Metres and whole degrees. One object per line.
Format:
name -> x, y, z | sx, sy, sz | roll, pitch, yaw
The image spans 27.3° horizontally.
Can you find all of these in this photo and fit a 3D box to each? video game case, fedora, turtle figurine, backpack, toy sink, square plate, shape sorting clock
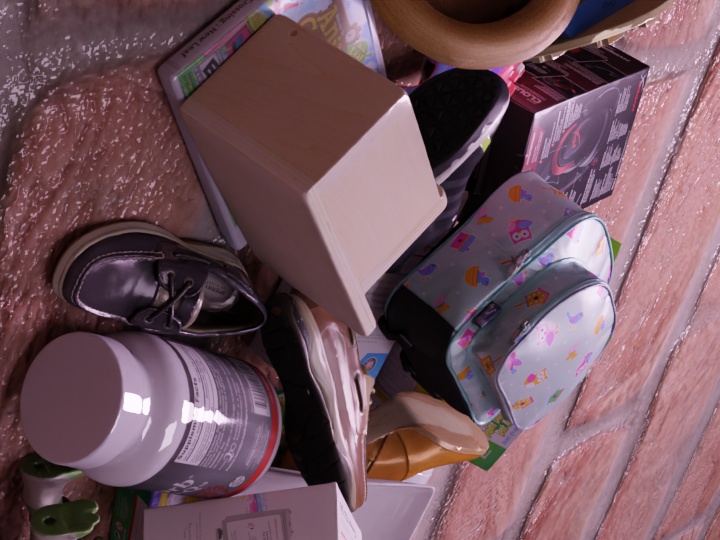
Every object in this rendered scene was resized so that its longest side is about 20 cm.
video game case -> -0.055, -0.134, 1.113 | 0.182, 0.022, 0.200 | -43, 147, -19
fedora -> 0.072, -0.232, 1.096 | 0.200, 0.201, 0.082 | -39, 180, -25
turtle figurine -> -0.205, 0.243, 1.154 | 0.144, 0.199, 0.195 | -61, 160, -56
backpack -> 0.136, 0.024, 1.282 | 0.200, 0.153, 0.176 | -52, 148, -14
toy sink -> -0.023, -0.067, 1.078 | 0.112, 0.130, 0.200 | -46, 148, -15
square plate -> -0.058, 0.247, 1.313 | 0.199, 0.029, 0.199 | 10, 122, -24
shape sorting clock -> 0.155, -0.200, 1.183 | 0.200, 0.199, 0.039 | -31, 111, -34

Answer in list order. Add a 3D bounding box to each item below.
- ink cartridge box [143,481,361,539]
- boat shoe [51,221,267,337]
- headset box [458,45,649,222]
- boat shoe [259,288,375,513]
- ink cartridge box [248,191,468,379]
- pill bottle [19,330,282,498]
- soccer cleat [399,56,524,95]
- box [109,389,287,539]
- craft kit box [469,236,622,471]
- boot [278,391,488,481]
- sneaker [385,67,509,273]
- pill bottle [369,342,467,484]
ink cartridge box -> -0.064, 0.228, 1.191 | 0.199, 0.068, 0.117 | -8, 149, 7
boat shoe -> -0.140, 0.014, 1.097 | 0.200, 0.065, 0.072 | 13, 111, -57
headset box -> 0.169, -0.119, 1.385 | 0.199, 0.075, 0.149 | -25, 138, -40
boat shoe -> -0.020, 0.101, 1.203 | 0.074, 0.075, 0.201 | -28, 119, -33
ink cartridge box -> 0.000, 0.000, 1.275 | 0.116, 0.068, 0.201 | 7, 114, -56
pill bottle -> -0.156, 0.108, 1.119 | 0.116, 0.116, 0.200 | -58, 149, 6
soccer cleat -> 0.092, -0.169, 1.244 | 0.200, 0.076, 0.067 | -51, 174, -46
box -> -0.126, 0.184, 1.303 | 0.199, 0.048, 0.118 | -25, 139, -42
craft kit box -> 0.179, 0.081, 1.500 | 0.198, 0.048, 0.200 | -57, 177, -31
boot -> 0.009, 0.183, 1.356 | 0.200, 0.071, 0.144 | 13, 121, -36
sneaker -> 0.051, -0.074, 1.162 | 0.200, 0.072, 0.083 | -50, 148, 18
pill bottle -> 0.074, 0.110, 1.441 | 0.112, 0.112, 0.201 | 13, 109, -57
